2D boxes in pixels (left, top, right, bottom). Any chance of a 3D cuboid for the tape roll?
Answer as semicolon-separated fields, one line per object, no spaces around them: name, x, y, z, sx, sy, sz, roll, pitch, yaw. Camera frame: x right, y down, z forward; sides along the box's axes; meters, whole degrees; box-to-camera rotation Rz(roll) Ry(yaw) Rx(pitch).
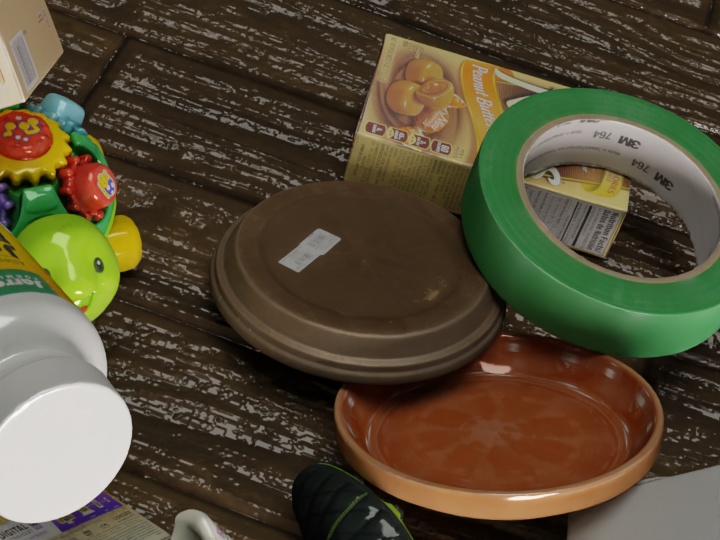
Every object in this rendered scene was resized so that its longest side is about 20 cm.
tape roll;0.169;-0.036;1.101;0.200;0.048;0.201;8;49;-10

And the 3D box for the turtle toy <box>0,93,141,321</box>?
turtle toy;-0.209;-0.038;1.039;0.145;0.101;0.200;-13;54;-24

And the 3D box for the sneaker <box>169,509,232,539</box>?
sneaker;-0.123;0.207;0.847;0.075;0.100;0.200;-8;28;36

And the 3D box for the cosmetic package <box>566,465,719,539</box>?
cosmetic package;0.167;0.213;0.906;0.101;0.074;0.200;-17;37;27

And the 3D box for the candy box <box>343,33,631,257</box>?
candy box;0.097;-0.092;1.199;0.199;0.055;0.116;16;48;-1

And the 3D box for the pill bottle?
pill bottle;-0.204;0.044;0.876;0.112;0.113;0.200;-19;39;-28

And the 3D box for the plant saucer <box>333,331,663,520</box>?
plant saucer;0.083;0.095;1.003;0.199;0.032;0.200;0;24;0

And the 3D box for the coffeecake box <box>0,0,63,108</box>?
coffeecake box;-0.299;-0.123;1.015;0.199;0.073;0.154;-17;19;4

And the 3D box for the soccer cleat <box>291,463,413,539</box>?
soccer cleat;0.007;0.194;0.917;0.081;0.068;0.200;-15;58;-36

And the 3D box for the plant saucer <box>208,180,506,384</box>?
plant saucer;0.000;0.000;1.084;0.199;0.030;0.200;6;38;-4

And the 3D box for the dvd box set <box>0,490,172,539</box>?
dvd box set;-0.215;0.117;0.897;0.200;0.029;0.146;31;11;12

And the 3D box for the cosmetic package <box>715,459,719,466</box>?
cosmetic package;0.313;0.179;1.023;0.199;0.051;0.083;10;51;-6
